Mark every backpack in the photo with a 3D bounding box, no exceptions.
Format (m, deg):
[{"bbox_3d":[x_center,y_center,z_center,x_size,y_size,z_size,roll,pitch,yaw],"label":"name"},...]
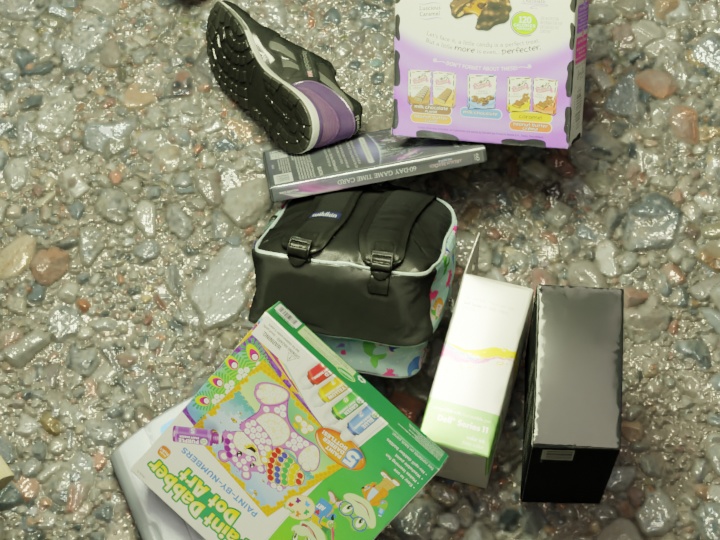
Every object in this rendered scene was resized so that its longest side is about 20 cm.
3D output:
[{"bbox_3d":[0.000,0.000,1.582,0.177,0.151,0.200,7,30,9],"label":"backpack"}]

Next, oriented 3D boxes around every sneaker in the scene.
[{"bbox_3d":[-0.075,-0.190,1.722,0.087,0.076,0.200,-14,54,-37],"label":"sneaker"}]

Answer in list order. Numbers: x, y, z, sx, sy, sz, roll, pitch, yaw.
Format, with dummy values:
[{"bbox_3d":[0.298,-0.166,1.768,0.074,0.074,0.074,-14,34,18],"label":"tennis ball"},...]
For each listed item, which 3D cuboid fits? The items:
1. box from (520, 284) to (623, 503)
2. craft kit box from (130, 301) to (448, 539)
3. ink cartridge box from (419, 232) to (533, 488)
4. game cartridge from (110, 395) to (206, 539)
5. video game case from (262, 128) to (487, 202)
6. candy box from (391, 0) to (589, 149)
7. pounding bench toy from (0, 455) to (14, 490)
[{"bbox_3d":[0.181,0.111,1.516,0.079,0.200,0.141,1,70,3],"label":"box"},{"bbox_3d":[-0.063,0.165,1.505,0.200,0.049,0.198,41,111,3],"label":"craft kit box"},{"bbox_3d":[0.109,0.081,1.575,0.067,0.117,0.200,14,71,8],"label":"ink cartridge box"},{"bbox_3d":[-0.119,0.172,1.594,0.200,0.040,0.134,-24,67,-7],"label":"game cartridge"},{"bbox_3d":[0.010,-0.107,1.647,0.200,0.143,0.019,-10,107,-2],"label":"video game case"},{"bbox_3d":[0.119,-0.219,1.587,0.167,0.072,0.200,7,107,17],"label":"candy box"},{"bbox_3d":[-0.412,0.228,1.533,0.200,0.156,0.124,-16,66,-37],"label":"pounding bench toy"}]
